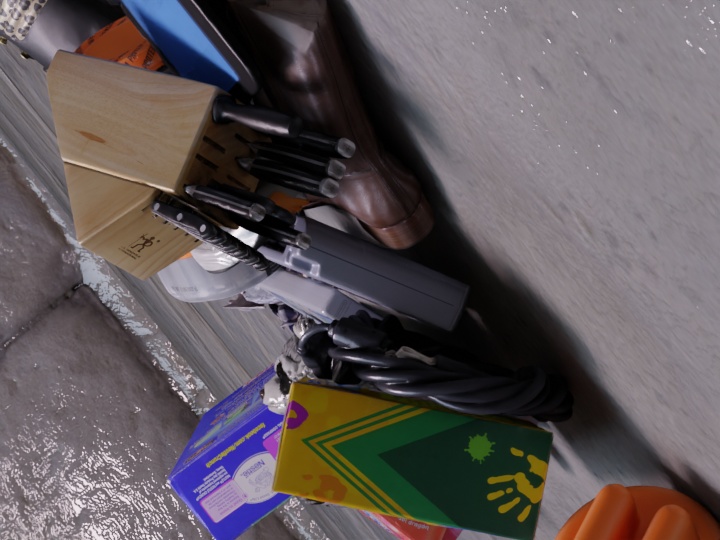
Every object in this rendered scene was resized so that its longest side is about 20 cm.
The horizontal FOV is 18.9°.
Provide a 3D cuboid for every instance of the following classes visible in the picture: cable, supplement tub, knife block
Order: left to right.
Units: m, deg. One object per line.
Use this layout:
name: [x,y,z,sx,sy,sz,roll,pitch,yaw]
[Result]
supplement tub: [-0.131,-0.088,1.599,0.201,0.122,0.122,63,166,-24]
knife block: [-0.095,-0.083,1.298,0.064,0.175,0.201,33,-147,-48]
cable: [0.060,0.061,1.373,0.162,0.051,0.200,11,178,26]

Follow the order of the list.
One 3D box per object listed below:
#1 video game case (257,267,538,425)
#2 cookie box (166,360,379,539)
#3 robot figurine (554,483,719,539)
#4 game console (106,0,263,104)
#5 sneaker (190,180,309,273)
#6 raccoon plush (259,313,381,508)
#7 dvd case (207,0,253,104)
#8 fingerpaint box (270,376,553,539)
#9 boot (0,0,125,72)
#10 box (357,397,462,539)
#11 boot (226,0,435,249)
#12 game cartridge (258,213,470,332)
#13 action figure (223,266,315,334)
video game case: [0.022,0.058,1.579,0.182,0.022,0.200,33,175,-17]
cookie box: [-0.055,0.120,1.735,0.075,0.171,0.200,52,-169,-6]
robot figurine: [0.178,0.208,1.319,0.201,0.143,0.117,63,-167,-51]
game console: [-0.161,-0.146,1.301,0.200,0.174,0.118,158,105,-78]
sneaker: [-0.107,-0.059,1.378,0.092,0.076,0.200,56,160,-20]
raccoon plush: [0.027,0.100,1.579,0.097,0.198,0.135,121,147,-72]
dvd case: [-0.130,-0.189,1.398,0.150,0.025,0.200,49,169,16]
fingerpaint box: [0.031,0.120,1.399,0.165,0.074,0.200,11,178,0]
boot: [-0.223,-0.151,1.726,0.153,0.074,0.204,35,141,1]
box: [0.033,0.161,1.810,0.094,0.103,0.200,39,172,-14]
boot: [-0.049,-0.116,1.327,0.186,0.064,0.200,24,156,44]
game cartridge: [0.000,0.000,1.437,0.132,0.041,0.200,27,178,-14]
action figure: [-0.093,-0.019,1.755,0.070,0.129,0.201,-79,-32,-48]
